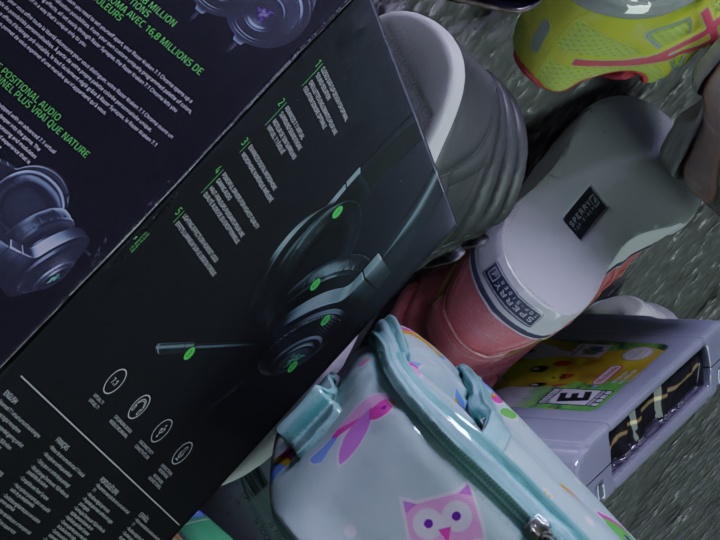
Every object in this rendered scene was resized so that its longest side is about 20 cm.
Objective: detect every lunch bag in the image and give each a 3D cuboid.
[{"bbox_3d":[0.040,0.090,0.693,0.077,0.160,0.200,-42,-176,0],"label":"lunch bag"}]

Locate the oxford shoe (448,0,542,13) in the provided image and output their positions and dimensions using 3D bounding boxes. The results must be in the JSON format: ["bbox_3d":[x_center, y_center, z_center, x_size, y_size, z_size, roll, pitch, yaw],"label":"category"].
[{"bbox_3d":[0.011,-0.128,0.634,0.071,0.072,0.200,-52,158,8],"label":"oxford shoe"}]

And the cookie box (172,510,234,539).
[{"bbox_3d":[-0.091,0.167,0.784,0.200,0.171,0.075,-11,134,-58],"label":"cookie box"}]

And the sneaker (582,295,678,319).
[{"bbox_3d":[0.100,0.092,1.177,0.201,0.078,0.099,-58,152,-3],"label":"sneaker"}]

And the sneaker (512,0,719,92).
[{"bbox_3d":[0.129,-0.122,0.887,0.200,0.078,0.090,-16,149,-46],"label":"sneaker"}]

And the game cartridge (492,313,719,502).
[{"bbox_3d":[0.080,0.062,0.996,0.200,0.133,0.041,-31,114,-57],"label":"game cartridge"}]

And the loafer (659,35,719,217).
[{"bbox_3d":[0.179,-0.067,0.908,0.072,0.063,0.200,-32,168,-10],"label":"loafer"}]

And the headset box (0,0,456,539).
[{"bbox_3d":[-0.070,-0.010,0.640,0.200,0.093,0.174,-47,158,-7],"label":"headset box"}]

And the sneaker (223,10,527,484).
[{"bbox_3d":[0.000,0.000,0.819,0.099,0.071,0.201,8,115,-59],"label":"sneaker"}]

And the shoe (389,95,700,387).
[{"bbox_3d":[0.083,-0.011,0.979,0.091,0.072,0.200,-38,-178,38],"label":"shoe"}]

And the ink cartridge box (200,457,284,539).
[{"bbox_3d":[0.006,0.116,0.889,0.200,0.116,0.068,-43,164,35],"label":"ink cartridge box"}]
